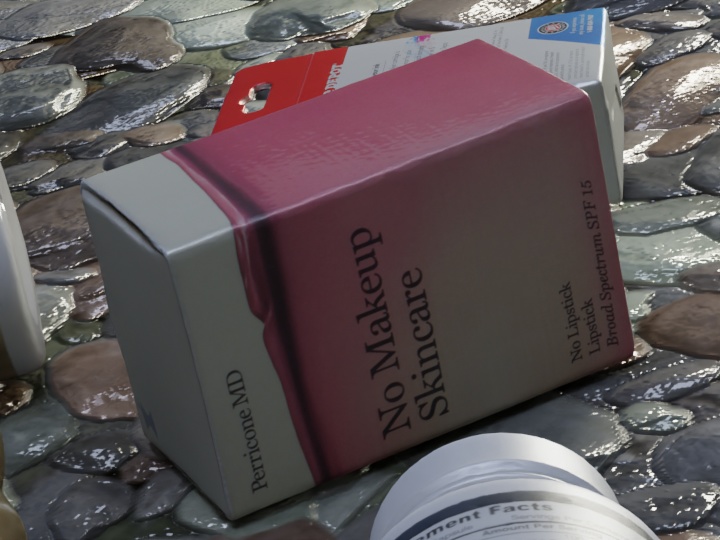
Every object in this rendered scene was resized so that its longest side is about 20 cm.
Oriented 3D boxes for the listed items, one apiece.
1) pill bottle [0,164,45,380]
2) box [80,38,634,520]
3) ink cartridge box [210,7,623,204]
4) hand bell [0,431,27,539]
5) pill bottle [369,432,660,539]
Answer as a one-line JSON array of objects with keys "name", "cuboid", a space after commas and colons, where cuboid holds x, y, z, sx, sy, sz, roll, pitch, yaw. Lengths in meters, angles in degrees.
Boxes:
[{"name": "pill bottle", "cuboid": [-0.255, 0.016, 1.275, 0.198, 0.112, 0.111, -13, 23, -3]}, {"name": "box", "cuboid": [0.000, 0.000, 1.159, 0.199, 0.129, 0.109, -22, 25, -18]}, {"name": "ink cartridge box", "cuboid": [0.031, -0.071, 1.382, 0.198, 0.068, 0.116, -8, 23, 10]}, {"name": "hand bell", "cuboid": [-0.132, 0.128, 1.018, 0.104, 0.105, 0.200, -25, 38, -27]}, {"name": "pill bottle", "cuboid": [0.052, 0.134, 0.836, 0.119, 0.120, 0.200, -12, 22, 2]}]
